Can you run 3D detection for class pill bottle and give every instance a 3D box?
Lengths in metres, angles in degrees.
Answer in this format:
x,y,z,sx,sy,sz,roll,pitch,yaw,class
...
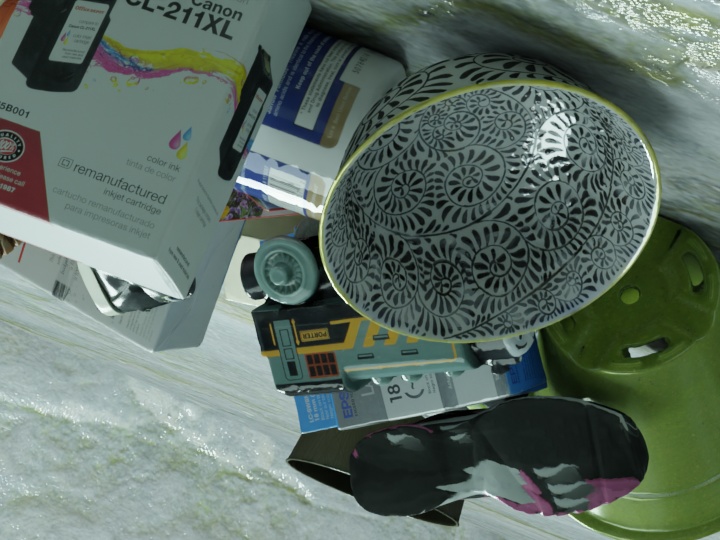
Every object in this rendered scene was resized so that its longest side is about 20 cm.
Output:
x,y,z,sx,sy,sz,roll,pitch,yaw,class
-0.081,-0.111,1.465,0.199,0.111,0.111,21,169,8,pill bottle

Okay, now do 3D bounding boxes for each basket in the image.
x,y,z,sx,sy,sz,roll,pitch,yaw,class
0.045,0.096,1.978,0.136,0.201,0.180,31,165,-35,basket

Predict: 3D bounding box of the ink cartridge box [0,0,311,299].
x,y,z,sx,sy,sz,roll,pitch,yaw,class
-0.135,-0.106,1.364,0.145,0.201,0.083,19,166,13,ink cartridge box

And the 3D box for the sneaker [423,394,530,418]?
x,y,z,sx,sy,sz,roll,pitch,yaw,class
0.040,0.073,1.744,0.200,0.072,0.083,38,127,-2,sneaker

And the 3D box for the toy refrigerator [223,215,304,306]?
x,y,z,sx,sy,sz,roll,pitch,yaw,class
0.000,0.000,1.808,0.199,0.076,0.070,11,122,16,toy refrigerator

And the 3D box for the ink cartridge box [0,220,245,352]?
x,y,z,sx,sy,sz,roll,pitch,yaw,class
-0.193,-0.035,1.740,0.200,0.116,0.068,29,-163,25,ink cartridge box

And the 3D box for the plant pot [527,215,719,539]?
x,y,z,sx,sy,sz,roll,pitch,yaw,class
0.197,0.058,1.611,0.200,0.200,0.190,18,155,23,plant pot

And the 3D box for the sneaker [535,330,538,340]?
x,y,z,sx,sy,sz,roll,pitch,yaw,class
0.156,0.038,1.862,0.081,0.074,0.200,11,174,4,sneaker

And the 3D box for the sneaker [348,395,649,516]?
x,y,z,sx,sy,sz,roll,pitch,yaw,class
0.097,0.116,1.569,0.199,0.081,0.086,-1,-172,21,sneaker

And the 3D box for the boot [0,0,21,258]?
x,y,z,sx,sy,sz,roll,pitch,yaw,class
-0.250,-0.102,1.633,0.075,0.201,0.107,23,178,-36,boot

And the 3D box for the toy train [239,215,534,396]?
x,y,z,sx,sy,sz,roll,pitch,yaw,class
0.018,0.018,1.500,0.199,0.114,0.085,-7,-166,27,toy train

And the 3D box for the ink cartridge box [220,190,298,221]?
x,y,z,sx,sy,sz,roll,pitch,yaw,class
-0.085,-0.070,1.574,0.109,0.050,0.200,-7,-148,-41,ink cartridge box

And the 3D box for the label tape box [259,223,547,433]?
x,y,z,sx,sy,sz,roll,pitch,yaw,class
0.013,0.031,1.583,0.199,0.145,0.063,-14,178,30,label tape box

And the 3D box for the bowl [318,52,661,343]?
x,y,z,sx,sy,sz,roll,pitch,yaw,class
0.068,-0.060,1.370,0.200,0.201,0.094,29,-149,-33,bowl

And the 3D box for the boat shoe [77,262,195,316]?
x,y,z,sx,sy,sz,roll,pitch,yaw,class
-0.172,-0.044,1.596,0.067,0.072,0.200,-1,142,22,boat shoe

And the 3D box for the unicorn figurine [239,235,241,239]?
x,y,z,sx,sy,sz,roll,pitch,yaw,class
-0.143,-0.068,1.818,0.200,0.138,0.074,-9,155,36,unicorn figurine
